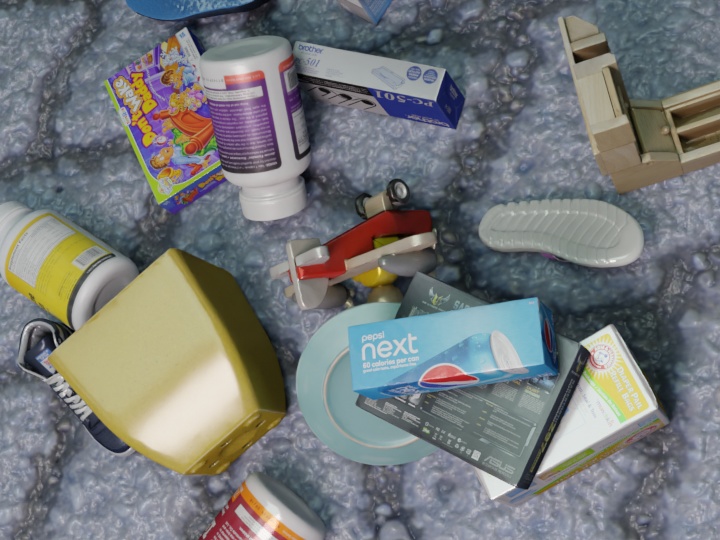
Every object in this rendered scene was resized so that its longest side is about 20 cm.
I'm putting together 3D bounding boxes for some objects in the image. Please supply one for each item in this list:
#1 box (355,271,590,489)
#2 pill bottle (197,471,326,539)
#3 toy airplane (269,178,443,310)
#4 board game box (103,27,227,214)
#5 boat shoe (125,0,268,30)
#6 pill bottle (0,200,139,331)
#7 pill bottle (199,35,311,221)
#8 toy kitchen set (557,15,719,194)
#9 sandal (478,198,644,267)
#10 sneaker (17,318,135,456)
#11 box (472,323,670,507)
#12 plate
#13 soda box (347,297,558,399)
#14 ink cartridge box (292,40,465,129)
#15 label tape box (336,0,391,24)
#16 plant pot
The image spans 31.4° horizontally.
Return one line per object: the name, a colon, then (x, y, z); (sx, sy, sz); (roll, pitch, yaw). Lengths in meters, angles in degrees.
box: (0.114, 0.111, 1.320); (0.199, 0.051, 0.159); (23, 87, 25)
pill bottle: (-0.139, 0.336, 1.437); (0.113, 0.113, 0.200); (39, 90, 24)
toy airplane: (0.000, 0.000, 1.440); (0.198, 0.200, 0.142); (-28, 97, 4)
board game box: (-0.232, -0.193, 1.651); (0.134, 0.045, 0.201); (-31, 68, 9)
boat shoe: (-0.209, -0.352, 1.677); (0.198, 0.069, 0.085); (7, 91, 16)
pill bottle: (-0.383, -0.008, 1.618); (0.199, 0.112, 0.113); (30, 87, 24)
pill bottle: (-0.119, -0.167, 1.525); (0.110, 0.112, 0.202); (-1, 115, 19)
toy kitchen set: (0.321, -0.210, 1.373); (0.179, 0.200, 0.165); (-18, 71, 14)
sandal: (0.230, -0.040, 1.446); (0.201, 0.050, 0.083); (12, 65, 35)
sneaker: (-0.347, 0.141, 1.566); (0.070, 0.108, 0.200); (-40, 67, 6)
box: (0.213, 0.157, 1.359); (0.199, 0.112, 0.102); (-31, 68, 11)
plate: (0.026, 0.132, 1.416); (0.198, 0.026, 0.202); (1, 110, 2)
soda box: (0.091, 0.079, 1.274); (0.198, 0.064, 0.068); (-10, 73, 20)
ink cartridge box: (0.018, -0.224, 1.543); (0.198, 0.094, 0.045); (14, 80, 22)
label tape box: (0.006, -0.406, 1.539); (0.066, 0.200, 0.144); (32, 87, 25)
plant pot: (-0.197, 0.124, 1.479); (0.194, 0.195, 0.200); (-41, 73, 5)
